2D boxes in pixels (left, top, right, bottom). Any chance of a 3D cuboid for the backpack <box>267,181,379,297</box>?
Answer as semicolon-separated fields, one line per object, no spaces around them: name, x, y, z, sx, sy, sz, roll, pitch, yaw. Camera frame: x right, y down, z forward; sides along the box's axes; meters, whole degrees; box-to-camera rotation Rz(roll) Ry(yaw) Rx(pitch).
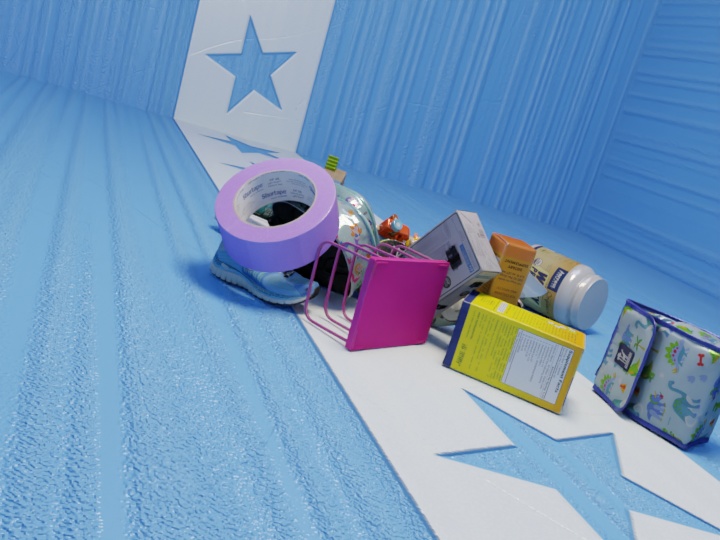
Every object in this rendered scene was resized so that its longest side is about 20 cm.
backpack;-0.049;-0.055;1.300;0.149;0.181;0.198;-32;38;-24

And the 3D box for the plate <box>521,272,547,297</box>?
plate;0.270;0.011;1.561;0.196;0.033;0.199;1;-26;45

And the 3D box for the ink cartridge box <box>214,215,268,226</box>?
ink cartridge box;-0.180;-0.069;1.517;0.197;0.044;0.172;28;1;36

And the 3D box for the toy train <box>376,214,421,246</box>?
toy train;0.065;-0.060;1.536;0.147;0.057;0.200;17;-28;-20

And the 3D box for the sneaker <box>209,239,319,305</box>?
sneaker;-0.154;-0.007;1.194;0.196;0.092;0.078;22;14;14

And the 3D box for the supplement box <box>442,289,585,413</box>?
supplement box;0.244;0.124;1.161;0.196;0.112;0.109;22;14;15

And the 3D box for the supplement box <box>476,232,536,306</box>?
supplement box;0.230;0.045;1.258;0.065;0.205;0.069;12;17;-20

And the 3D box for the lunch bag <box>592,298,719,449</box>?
lunch bag;0.491;0.163;1.200;0.125;0.174;0.199;6;18;-43

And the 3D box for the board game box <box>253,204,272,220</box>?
board game box;-0.171;-0.168;1.636;0.028;0.135;0.200;46;7;12

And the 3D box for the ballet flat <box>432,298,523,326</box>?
ballet flat;0.203;0.064;1.333;0.194;0.071;0.071;-2;-2;-8

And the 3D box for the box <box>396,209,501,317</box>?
box;0.133;0.001;1.255;0.059;0.199;0.119;2;60;-46

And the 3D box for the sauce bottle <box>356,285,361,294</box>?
sauce bottle;0.000;0.000;1.435;0.063;0.066;0.200;13;12;-19

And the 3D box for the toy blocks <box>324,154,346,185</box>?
toy blocks;-0.083;-0.136;1.623;0.097;0.205;0.137;18;24;1

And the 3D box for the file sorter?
file sorter;0.024;0.031;1.174;0.124;0.143;0.197;26;15;37

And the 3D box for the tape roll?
tape roll;-0.132;-0.092;1.178;0.194;0.067;0.203;-4;45;4

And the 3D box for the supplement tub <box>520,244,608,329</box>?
supplement tub;0.461;0.040;1.708;0.142;0.148;0.198;4;18;-44

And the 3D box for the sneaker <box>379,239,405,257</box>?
sneaker;0.064;-0.007;1.488;0.079;0.076;0.200;10;-18;30
